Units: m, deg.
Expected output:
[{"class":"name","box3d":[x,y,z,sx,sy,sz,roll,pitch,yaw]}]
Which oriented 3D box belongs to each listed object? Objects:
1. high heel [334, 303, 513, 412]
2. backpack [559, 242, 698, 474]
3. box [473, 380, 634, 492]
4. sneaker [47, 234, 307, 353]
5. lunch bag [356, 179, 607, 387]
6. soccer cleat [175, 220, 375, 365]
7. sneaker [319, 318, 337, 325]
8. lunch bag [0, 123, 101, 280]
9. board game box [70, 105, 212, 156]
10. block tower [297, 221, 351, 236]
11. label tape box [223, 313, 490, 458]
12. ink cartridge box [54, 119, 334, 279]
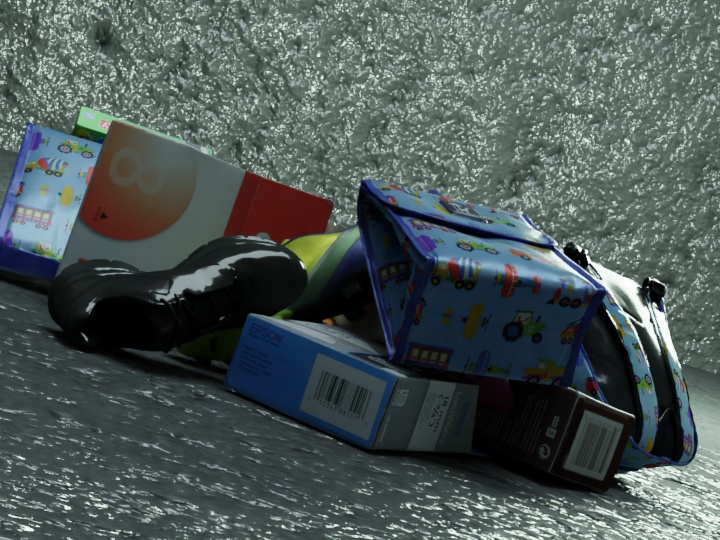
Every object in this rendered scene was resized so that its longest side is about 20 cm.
[{"class":"high heel","box3d":[0.049,0.068,1.520,0.096,0.067,0.200,51,-12,-26]},{"class":"backpack","box3d":[0.216,0.100,1.656,0.182,0.134,0.201,20,46,-49]},{"class":"box","box3d":[0.121,0.114,1.537,0.199,0.075,0.100,19,-3,40]},{"class":"sneaker","box3d":[-0.134,0.028,1.382,0.199,0.076,0.091,-12,22,-10]},{"class":"lunch bag","box3d":[0.082,-0.006,1.431,0.150,0.095,0.200,9,26,-19]},{"class":"soccer cleat","box3d":[-0.067,0.017,1.499,0.199,0.065,0.084,-21,55,-15]},{"class":"sneaker","box3d":[-0.064,0.047,1.618,0.199,0.078,0.112,20,3,18]},{"class":"lunch bag","box3d":[-0.252,-0.038,1.654,0.150,0.095,0.200,16,24,-10]},{"class":"board game box","box3d":[-0.241,-0.069,1.813,0.134,0.200,0.029,17,48,-12]},{"class":"block tower","box3d":[0.000,0.000,1.624,0.199,0.054,0.058,14,-25,-38]},{"class":"label tape box","box3d":[0.010,0.091,1.427,0.144,0.064,0.200,21,5,30]},{"class":"ink cartridge box","box3d":[-0.142,-0.017,1.527,0.199,0.163,0.050,19,-2,9]}]
